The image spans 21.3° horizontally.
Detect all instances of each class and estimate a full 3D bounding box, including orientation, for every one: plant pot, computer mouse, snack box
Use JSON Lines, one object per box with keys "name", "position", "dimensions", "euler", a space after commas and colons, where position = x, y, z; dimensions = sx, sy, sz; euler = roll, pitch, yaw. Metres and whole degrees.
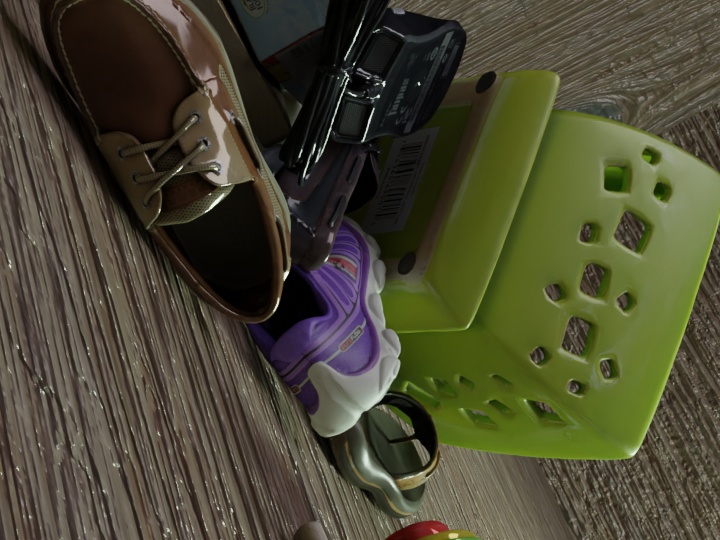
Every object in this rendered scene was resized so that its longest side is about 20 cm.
{"name": "plant pot", "position": [0.079, -0.012, 1.196], "dimensions": [0.181, 0.201, 0.199], "euler": [34, -21, -32]}
{"name": "computer mouse", "position": [0.011, -0.132, 1.025], "dimensions": [0.046, 0.141, 0.200], "euler": [28, 24, 15]}
{"name": "snack box", "position": [-0.050, -0.191, 1.148], "dimensions": [0.169, 0.067, 0.200], "euler": [65, 6, 8]}

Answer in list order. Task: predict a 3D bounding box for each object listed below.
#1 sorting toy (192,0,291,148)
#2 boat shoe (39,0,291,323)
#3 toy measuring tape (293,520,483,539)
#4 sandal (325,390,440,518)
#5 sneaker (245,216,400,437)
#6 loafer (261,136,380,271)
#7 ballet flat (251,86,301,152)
{"name": "sorting toy", "position": [-0.123, -0.178, 1.120], "dimensions": [0.199, 0.069, 0.200], "euler": [61, 5, -24]}
{"name": "boat shoe", "position": [-0.080, -0.055, 0.875], "dimensions": [0.200, 0.076, 0.072], "euler": [57, 9, -39]}
{"name": "toy measuring tape", "position": [0.028, 0.147, 0.926], "dimensions": [0.074, 0.073, 0.200], "euler": [65, 5, 28]}
{"name": "sandal", "position": [0.017, 0.100, 1.177], "dimensions": [0.082, 0.054, 0.200], "euler": [64, 5, 22]}
{"name": "sneaker", "position": [-0.032, 0.007, 1.070], "dimensions": [0.083, 0.081, 0.200], "euler": [46, 9, -27]}
{"name": "loafer", "position": [-0.020, -0.044, 1.065], "dimensions": [0.063, 0.072, 0.200], "euler": [31, 24, 6]}
{"name": "ballet flat", "position": [-0.071, -0.116, 1.265], "dimensions": [0.070, 0.067, 0.201], "euler": [-46, -119, 48]}
